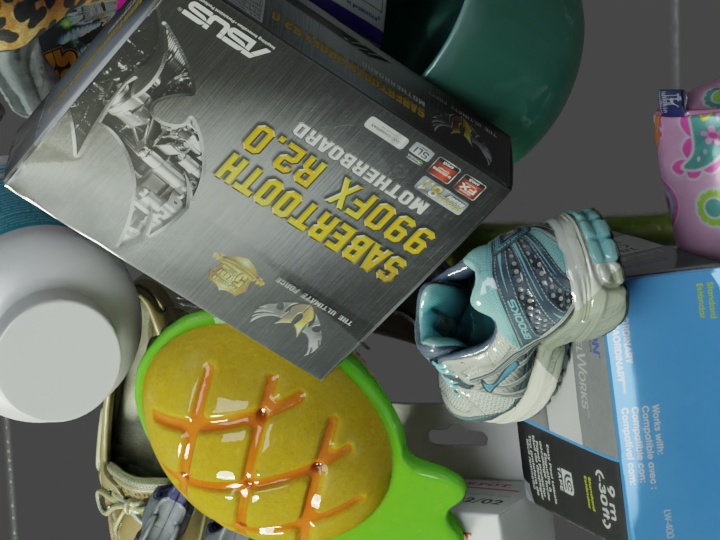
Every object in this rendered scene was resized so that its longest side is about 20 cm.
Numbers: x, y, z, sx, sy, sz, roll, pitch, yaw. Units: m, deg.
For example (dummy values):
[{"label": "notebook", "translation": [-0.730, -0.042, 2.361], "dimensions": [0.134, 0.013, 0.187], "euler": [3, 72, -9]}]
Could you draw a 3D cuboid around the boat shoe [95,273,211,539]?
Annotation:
[{"label": "boat shoe", "translation": [-0.125, 0.097, 1.631], "dimensions": [0.073, 0.063, 0.202], "euler": [16, 109, 22]}]

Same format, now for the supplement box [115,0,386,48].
[{"label": "supplement box", "translation": [-0.048, -0.205, 1.421], "dimensions": [0.101, 0.103, 0.201], "euler": [-18, 58, 42]}]

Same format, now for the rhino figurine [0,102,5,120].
[{"label": "rhino figurine", "translation": [-0.259, -0.036, 1.669], "dimensions": [0.087, 0.060, 0.201], "euler": [21, 110, 18]}]

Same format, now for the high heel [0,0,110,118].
[{"label": "high heel", "translation": [-0.148, -0.190, 1.435], "dimensions": [0.071, 0.143, 0.201], "euler": [20, 73, 15]}]

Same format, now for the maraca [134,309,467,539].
[{"label": "maraca", "translation": [-0.032, 0.097, 1.488], "dimensions": [0.200, 0.107, 0.137], "euler": [42, 127, -14]}]

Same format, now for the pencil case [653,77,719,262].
[{"label": "pencil case", "translation": [0.208, -0.004, 1.423], "dimensions": [0.087, 0.087, 0.202], "euler": [-8, 100, 28]}]

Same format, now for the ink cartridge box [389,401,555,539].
[{"label": "ink cartridge box", "translation": [0.049, 0.180, 1.557], "dimensions": [0.114, 0.068, 0.202], "euler": [0, 103, 31]}]

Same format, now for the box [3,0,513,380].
[{"label": "box", "translation": [-0.050, -0.054, 1.356], "dimensions": [0.199, 0.048, 0.158], "euler": [33, 122, -20]}]

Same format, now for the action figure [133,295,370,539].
[{"label": "action figure", "translation": [-0.068, 0.091, 1.570], "dimensions": [0.129, 0.069, 0.201], "euler": [20, 101, 1]}]

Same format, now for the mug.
[{"label": "mug", "translation": [0.040, -0.132, 1.454], "dimensions": [0.152, 0.114, 0.186], "euler": [-34, 47, 30]}]

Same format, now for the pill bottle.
[{"label": "pill bottle", "translation": [-0.184, 0.014, 1.546], "dimensions": [0.110, 0.200, 0.112], "euler": [-5, 110, -13]}]

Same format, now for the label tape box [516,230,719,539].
[{"label": "label tape box", "translation": [0.142, 0.063, 1.421], "dimensions": [0.200, 0.063, 0.145], "euler": [-160, 60, -69]}]

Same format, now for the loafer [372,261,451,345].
[{"label": "loafer", "translation": [0.000, 0.000, 1.487], "dimensions": [0.071, 0.200, 0.073], "euler": [-46, 36, 1]}]

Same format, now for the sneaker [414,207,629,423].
[{"label": "sneaker", "translation": [0.061, 0.024, 1.402], "dimensions": [0.200, 0.086, 0.078], "euler": [121, 137, -62]}]

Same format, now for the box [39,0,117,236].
[{"label": "box", "translation": [-0.119, -0.134, 1.509], "dimensions": [0.136, 0.040, 0.201], "euler": [-20, 68, 1]}]
